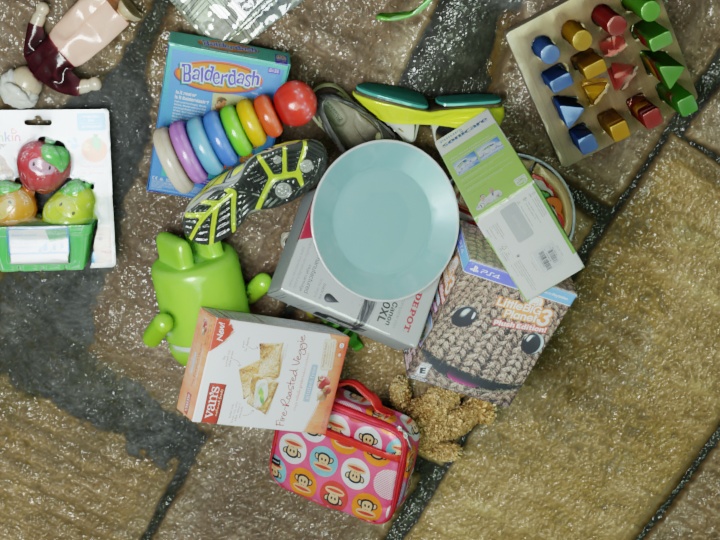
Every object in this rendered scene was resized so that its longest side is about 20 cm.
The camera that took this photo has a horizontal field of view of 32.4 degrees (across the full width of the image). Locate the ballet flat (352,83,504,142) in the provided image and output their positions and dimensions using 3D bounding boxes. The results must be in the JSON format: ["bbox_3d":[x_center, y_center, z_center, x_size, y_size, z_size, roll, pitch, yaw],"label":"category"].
[{"bbox_3d":[0.086,-0.194,1.575,0.197,0.067,0.068,3,115,-10],"label":"ballet flat"}]

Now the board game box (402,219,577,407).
[{"bbox_3d":[0.166,0.060,1.648,0.158,0.097,0.201,16,121,-16],"label":"board game box"}]

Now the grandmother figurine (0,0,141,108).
[{"bbox_3d":[-0.358,-0.265,1.503,0.199,0.061,0.122,-36,84,12],"label":"grandmother figurine"}]

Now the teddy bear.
[{"bbox_3d":[0.095,0.211,1.742,0.197,0.067,0.147,-12,111,-2],"label":"teddy bear"}]

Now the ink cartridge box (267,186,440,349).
[{"bbox_3d":[0.000,0.000,1.605,0.198,0.083,0.147,23,78,-14],"label":"ink cartridge box"}]

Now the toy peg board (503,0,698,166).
[{"bbox_3d":[0.314,-0.248,1.560,0.198,0.098,0.201,-27,112,5],"label":"toy peg board"}]

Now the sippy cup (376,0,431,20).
[{"bbox_3d":[0.023,-0.394,1.456,0.129,0.140,0.180,-9,75,9],"label":"sippy cup"}]

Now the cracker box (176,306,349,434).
[{"bbox_3d":[-0.122,0.129,1.581,0.198,0.058,0.136,10,98,-32],"label":"cracker box"}]

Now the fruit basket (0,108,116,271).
[{"bbox_3d":[-0.401,-0.098,1.545,0.183,0.094,0.202,-1,109,-6],"label":"fruit basket"}]

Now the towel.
[{"bbox_3d":[-0.156,-0.379,1.487,0.192,0.035,0.200,-39,112,10],"label":"towel"}]

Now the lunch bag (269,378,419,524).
[{"bbox_3d":[-0.019,0.235,1.695,0.198,0.082,0.178,18,110,18],"label":"lunch bag"}]

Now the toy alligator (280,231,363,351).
[{"bbox_3d":[-0.050,0.038,1.660,0.059,0.054,0.201,-30,112,6],"label":"toy alligator"}]

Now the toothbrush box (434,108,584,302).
[{"bbox_3d":[0.178,-0.082,1.512,0.086,0.201,0.146,-32,122,7],"label":"toothbrush box"}]

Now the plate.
[{"bbox_3d":[0.029,-0.062,1.555,0.198,0.026,0.203,-1,92,-20],"label":"plate"}]

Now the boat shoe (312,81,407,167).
[{"bbox_3d":[0.010,-0.156,1.580,0.199,0.065,0.073,38,102,-20],"label":"boat shoe"}]

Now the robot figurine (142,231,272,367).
[{"bbox_3d":[-0.204,0.041,1.610,0.174,0.115,0.202,-24,116,-31],"label":"robot figurine"}]

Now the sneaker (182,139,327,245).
[{"bbox_3d":[-0.134,-0.110,1.525,0.198,0.077,0.076,-27,118,3],"label":"sneaker"}]

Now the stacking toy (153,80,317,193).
[{"bbox_3d":[-0.145,-0.170,1.489,0.198,0.086,0.086,-24,113,4],"label":"stacking toy"}]

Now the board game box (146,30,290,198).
[{"bbox_3d":[-0.178,-0.184,1.547,0.150,0.045,0.202,9,119,-10],"label":"board game box"}]

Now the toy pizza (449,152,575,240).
[{"bbox_3d":[0.193,-0.058,1.660,0.197,0.032,0.203,-2,113,-5],"label":"toy pizza"}]
